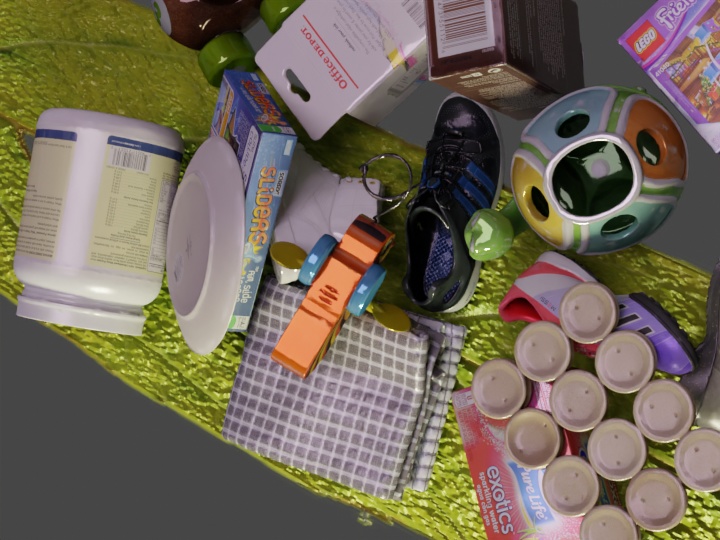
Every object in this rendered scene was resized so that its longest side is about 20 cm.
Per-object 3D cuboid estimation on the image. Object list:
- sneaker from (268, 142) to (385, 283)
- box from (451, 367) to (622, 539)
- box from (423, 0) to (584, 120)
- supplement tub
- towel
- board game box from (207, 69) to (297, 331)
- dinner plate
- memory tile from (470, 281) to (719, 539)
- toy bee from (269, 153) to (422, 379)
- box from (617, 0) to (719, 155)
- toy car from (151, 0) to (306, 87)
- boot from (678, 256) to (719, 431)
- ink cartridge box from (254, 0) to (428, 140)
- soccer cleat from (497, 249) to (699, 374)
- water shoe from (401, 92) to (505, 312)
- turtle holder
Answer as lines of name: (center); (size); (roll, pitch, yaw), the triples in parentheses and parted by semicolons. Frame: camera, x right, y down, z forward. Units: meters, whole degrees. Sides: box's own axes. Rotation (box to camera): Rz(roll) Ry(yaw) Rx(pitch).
sneaker: (-0.037, -0.074, 1.597); (0.115, 0.074, 0.201); (-8, 52, -9)
box: (0.158, 0.186, 1.449); (0.095, 0.100, 0.201); (-19, 76, 23)
box: (0.124, -0.195, 1.451); (0.075, 0.200, 0.101); (-9, 80, 27)
supplement tub: (-0.254, -0.046, 1.652); (0.144, 0.145, 0.201); (9, 88, 27)
towel: (-0.019, 0.104, 1.554); (0.199, 0.085, 0.166); (17, 93, 27)
board game box: (-0.115, -0.064, 1.573); (0.136, 0.034, 0.201); (-121, 42, -53)
dinner plate: (-0.148, -0.024, 1.572); (0.200, 0.024, 0.201); (-176, 90, -68)
memory tile: (0.190, 0.123, 1.371); (0.153, 0.017, 0.200); (-43, 70, 19)
toy bee: (0.000, 0.000, 1.480); (0.200, 0.109, 0.131); (-39, 86, 14)
box: (0.333, -0.211, 1.439); (0.200, 0.039, 0.137); (-43, 69, 16)
toy car: (-0.160, -0.288, 1.601); (0.158, 0.200, 0.165); (-36, 70, 18)
boot: (0.344, 0.054, 1.398); (0.131, 0.070, 0.201); (20, 104, 24)
ink cartridge box: (0.012, -0.218, 1.583); (0.200, 0.067, 0.117); (-41, 68, 15)
soccer cleat: (0.197, 0.048, 1.426); (0.073, 0.068, 0.200); (-40, 39, -15)
water shoe: (0.081, -0.063, 1.525); (0.071, 0.079, 0.201); (3, 86, 26)
turtle holder: (0.178, -0.081, 1.426); (0.184, 0.132, 0.142); (0, 99, 12)
